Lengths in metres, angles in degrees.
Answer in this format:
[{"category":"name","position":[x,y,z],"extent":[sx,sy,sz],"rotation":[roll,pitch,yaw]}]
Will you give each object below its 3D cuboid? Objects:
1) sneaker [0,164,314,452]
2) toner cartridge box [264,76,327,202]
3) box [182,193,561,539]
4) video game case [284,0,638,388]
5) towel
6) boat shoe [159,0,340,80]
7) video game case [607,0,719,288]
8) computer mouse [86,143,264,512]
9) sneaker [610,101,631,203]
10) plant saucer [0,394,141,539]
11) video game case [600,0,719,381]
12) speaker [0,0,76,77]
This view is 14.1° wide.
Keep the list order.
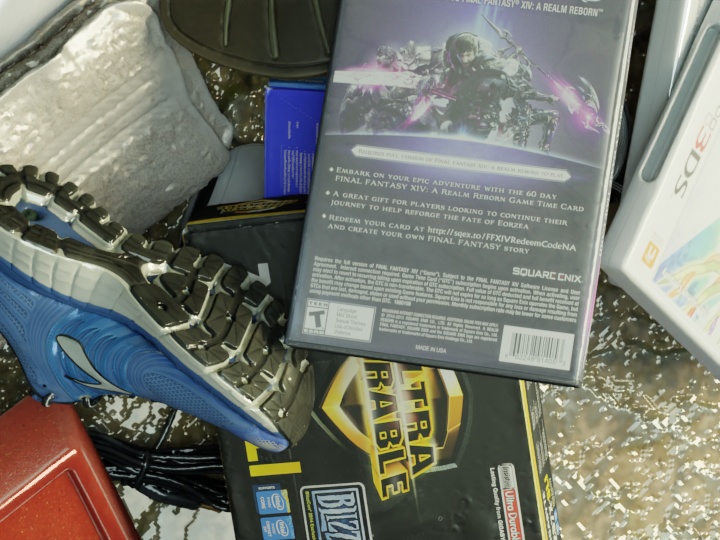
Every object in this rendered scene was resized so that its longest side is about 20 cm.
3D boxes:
[{"category":"sneaker","position":[-0.113,0.031,1.410],"extent":[0.200,0.079,0.089],"rotation":[31,126,8]},{"category":"toner cartridge box","position":[0.000,0.000,1.480],"extent":[0.095,0.043,0.200],"rotation":[4,107,8]},{"category":"box","position":[0.007,0.059,1.448],"extent":[0.159,0.049,0.200],"rotation":[-5,105,14]},{"category":"video game case","position":[0.049,-0.053,1.383],"extent":[0.143,0.019,0.200],"rotation":[8,83,12]},{"category":"towel","position":[-0.158,-0.047,1.459],"extent":[0.200,0.034,0.133],"rotation":[-41,134,-14]},{"category":"boat shoe","position":[0.003,-0.126,1.447],"extent":[0.199,0.068,0.072],"rotation":[1,84,10]},{"category":"video game case","position":[0.202,-0.089,1.512],"extent":[0.182,0.024,0.200],"rotation":[0,102,-51]},{"category":"computer mouse","position":[-0.079,0.029,1.528],"extent":[0.109,0.044,0.200],"rotation":[20,95,-11]},{"category":"sneaker","position":[0.074,-0.102,1.497],"extent":[0.200,0.114,0.075],"rotation":[43,90,-13]},{"category":"plant saucer","position":[-0.179,0.192,1.476],"extent":[0.200,0.037,0.200],"rotation":[-38,120,-26]},{"category":"video game case","position":[0.206,-0.041,1.497],"extent":[0.200,0.022,0.183],"rotation":[40,72,-50]},{"category":"speaker","position":[-0.204,-0.109,1.465],"extent":[0.081,0.081,0.200],"rotation":[31,92,-13]}]
